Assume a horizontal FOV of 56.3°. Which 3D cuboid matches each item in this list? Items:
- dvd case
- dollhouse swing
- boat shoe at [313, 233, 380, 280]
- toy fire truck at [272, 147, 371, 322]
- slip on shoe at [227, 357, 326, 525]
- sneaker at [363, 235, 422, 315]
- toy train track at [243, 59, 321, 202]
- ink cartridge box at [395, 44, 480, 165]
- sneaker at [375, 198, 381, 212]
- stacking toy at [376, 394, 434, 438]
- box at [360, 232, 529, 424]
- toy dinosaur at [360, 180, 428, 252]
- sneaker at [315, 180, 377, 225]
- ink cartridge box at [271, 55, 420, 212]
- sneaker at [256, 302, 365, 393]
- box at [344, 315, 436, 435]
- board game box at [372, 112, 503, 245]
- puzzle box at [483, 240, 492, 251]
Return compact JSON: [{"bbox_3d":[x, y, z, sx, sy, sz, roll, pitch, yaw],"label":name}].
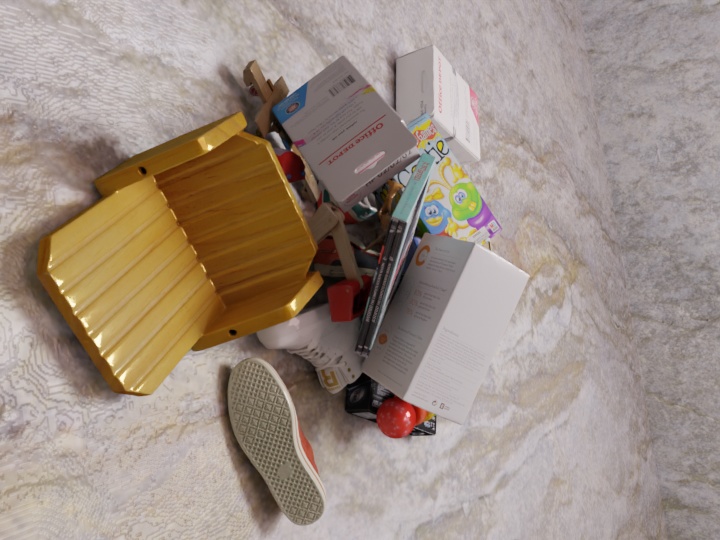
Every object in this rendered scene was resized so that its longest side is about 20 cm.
[{"bbox_3d":[0.040,-0.017,0.781,0.146,0.022,0.202,-63,171,-51],"label":"dvd case"},{"bbox_3d":[-0.156,-0.009,0.633,0.176,0.180,0.202,-79,147,-64],"label":"dollhouse swing"},{"bbox_3d":[0.000,0.000,0.954,0.199,0.070,0.063,27,69,-55],"label":"boat shoe"},{"bbox_3d":[-0.064,-0.045,0.794,0.049,0.140,0.203,-25,113,-57],"label":"toy fire truck"},{"bbox_3d":[-0.095,0.191,0.768,0.061,0.073,0.202,-115,-178,-80],"label":"slip on shoe"},{"bbox_3d":[0.056,0.049,0.925,0.089,0.078,0.203,16,80,-47],"label":"sneaker"},{"bbox_3d":[-0.107,-0.173,0.874,0.115,0.032,0.201,-74,146,-46],"label":"toy train track"},{"bbox_3d":[0.146,-0.299,1.253,0.199,0.082,0.148,25,61,-53],"label":"ink cartridge box"},{"bbox_3d":[0.086,-0.051,1.081,0.201,0.075,0.089,57,20,-34],"label":"sneaker"},{"bbox_3d":[0.092,0.180,0.963,0.199,0.085,0.086,-23,101,-53],"label":"stacking toy"},{"bbox_3d":[0.102,0.068,0.844,0.097,0.124,0.202,27,87,-25],"label":"box"},{"bbox_3d":[0.046,-0.063,0.882,0.200,0.060,0.108,26,80,-86],"label":"toy dinosaur"},{"bbox_3d":[-0.016,-0.161,0.950,0.070,0.093,0.203,7,76,-56],"label":"sneaker"},{"bbox_3d":[-0.011,-0.152,0.791,0.201,0.115,0.068,57,4,39],"label":"ink cartridge box"},{"bbox_3d":[-0.047,0.102,0.848,0.199,0.073,0.117,-12,88,-59],"label":"sneaker"},{"bbox_3d":[0.054,0.153,1.021,0.199,0.043,0.162,32,55,-50],"label":"box"},{"bbox_3d":[0.098,-0.107,0.992,0.103,0.105,0.201,-34,91,-17],"label":"board game box"},{"bbox_3d":[0.168,-0.057,1.132,0.199,0.025,0.135,3,78,-55],"label":"puzzle box"}]
